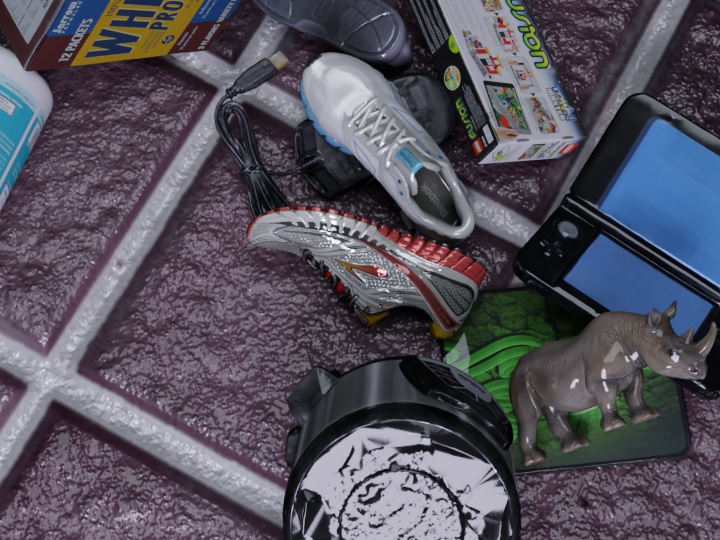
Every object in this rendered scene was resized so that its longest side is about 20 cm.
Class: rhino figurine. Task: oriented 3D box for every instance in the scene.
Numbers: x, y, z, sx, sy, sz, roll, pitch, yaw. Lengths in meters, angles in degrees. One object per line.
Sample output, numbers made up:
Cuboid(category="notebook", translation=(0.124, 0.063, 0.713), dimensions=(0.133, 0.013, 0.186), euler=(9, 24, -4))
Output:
Cuboid(category="rhino figurine", translation=(0.194, 0.080, 1.249), dimensions=(0.059, 0.199, 0.088), euler=(-5, 70, -49))

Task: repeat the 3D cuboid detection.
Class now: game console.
Cuboid(category="game console", translation=(0.254, -0.023, 1.310), dimensions=(0.199, 0.117, 0.176), euler=(33, 40, 12))

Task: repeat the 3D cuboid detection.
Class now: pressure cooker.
Cuboid(category="pressure cooker", translation=(0.029, 0.156, 1.196), dimensions=(0.177, 0.200, 0.178), euler=(-7, 101, 4))

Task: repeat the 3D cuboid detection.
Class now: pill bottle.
Cuboid(category="pill bottle", translation=(-0.339, -0.083, 1.307), dimensions=(0.110, 0.111, 0.201), euler=(21, 68, 5))

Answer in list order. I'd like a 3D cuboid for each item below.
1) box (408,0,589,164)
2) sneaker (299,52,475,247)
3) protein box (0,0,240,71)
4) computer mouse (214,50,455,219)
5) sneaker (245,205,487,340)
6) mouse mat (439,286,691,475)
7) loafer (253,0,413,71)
Cuboid(category="box", translation=(0.113, -0.190, 1.393), dimensions=(0.109, 0.035, 0.202), euler=(-6, 66, -38))
Cuboid(category="sneaker", translation=(0.030, -0.102, 1.314), dimensions=(0.075, 0.087, 0.200), euler=(-44, 97, -2))
Cuboid(category="protein box", translation=(-0.219, -0.295, 1.342), dimensions=(0.197, 0.135, 0.201), euler=(-14, 67, -43))
Cuboid(category="computer mouse", translation=(-0.027, -0.131, 1.370), dimensions=(0.199, 0.046, 0.141), euler=(-31, 95, -6))
Cuboid(category="sneaker", translation=(0.000, 0.000, 1.309), dimensions=(0.198, 0.078, 0.083), euler=(19, 87, 0))
Cuboid(category="mouse mat", translation=(0.168, 0.087, 1.330), dimensions=(0.198, 0.008, 0.163), euler=(-6, 69, -5))
Cuboid(category="loafer", translation=(-0.033, -0.233, 1.417), dimensions=(0.200, 0.063, 0.072), euler=(38, 91, 27))
